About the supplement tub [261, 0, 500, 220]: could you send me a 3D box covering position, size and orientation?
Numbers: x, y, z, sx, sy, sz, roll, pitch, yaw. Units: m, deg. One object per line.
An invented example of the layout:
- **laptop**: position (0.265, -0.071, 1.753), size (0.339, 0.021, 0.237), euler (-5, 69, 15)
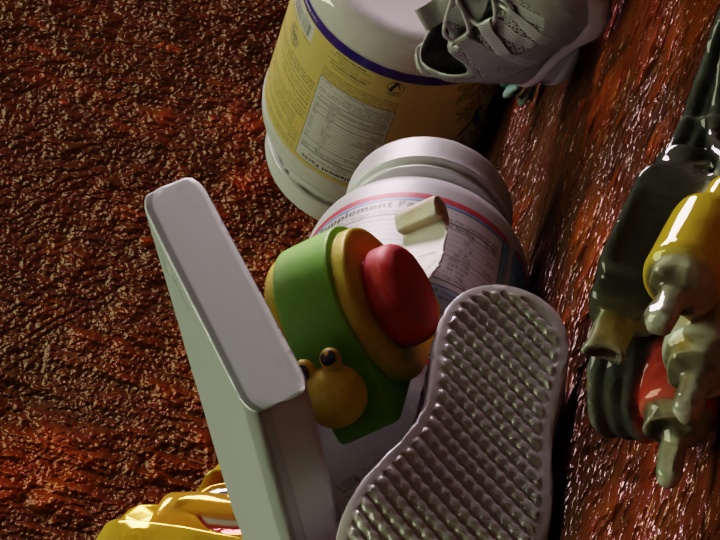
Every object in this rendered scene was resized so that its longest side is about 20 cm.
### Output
- **supplement tub**: position (0.017, -0.131, 1.776), size (0.200, 0.145, 0.146), euler (111, 175, -53)

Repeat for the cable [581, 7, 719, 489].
- **cable**: position (0.111, -0.023, 0.827), size (0.097, 0.050, 0.200), euler (85, -154, -48)

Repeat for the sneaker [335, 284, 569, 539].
- **sneaker**: position (0.033, 0.109, 1.074), size (0.201, 0.073, 0.114), euler (-61, -11, -49)

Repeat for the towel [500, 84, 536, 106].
- **towel**: position (0.108, -0.196, 1.488), size (0.200, 0.022, 0.147), euler (98, -174, -65)

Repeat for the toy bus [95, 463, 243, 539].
- **toy bus**: position (-0.042, 0.155, 1.327), size (0.192, 0.136, 0.200), euler (-63, -22, -45)

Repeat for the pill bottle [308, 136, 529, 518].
- **pill bottle**: position (0.020, 0.028, 1.274), size (0.200, 0.109, 0.109), euler (-77, 5, -53)

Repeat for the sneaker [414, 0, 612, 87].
- **sneaker**: position (0.069, -0.129, 1.337), size (0.200, 0.082, 0.075), euler (98, 157, -69)

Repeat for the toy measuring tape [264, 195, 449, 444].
- **toy measuring tape**: position (0.000, 0.000, 1.142), size (0.200, 0.073, 0.074), euler (-71, 0, -60)

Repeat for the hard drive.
- **hard drive**: position (-0.036, 0.077, 1.101), size (0.132, 0.026, 0.200), euler (-120, 12, -45)
